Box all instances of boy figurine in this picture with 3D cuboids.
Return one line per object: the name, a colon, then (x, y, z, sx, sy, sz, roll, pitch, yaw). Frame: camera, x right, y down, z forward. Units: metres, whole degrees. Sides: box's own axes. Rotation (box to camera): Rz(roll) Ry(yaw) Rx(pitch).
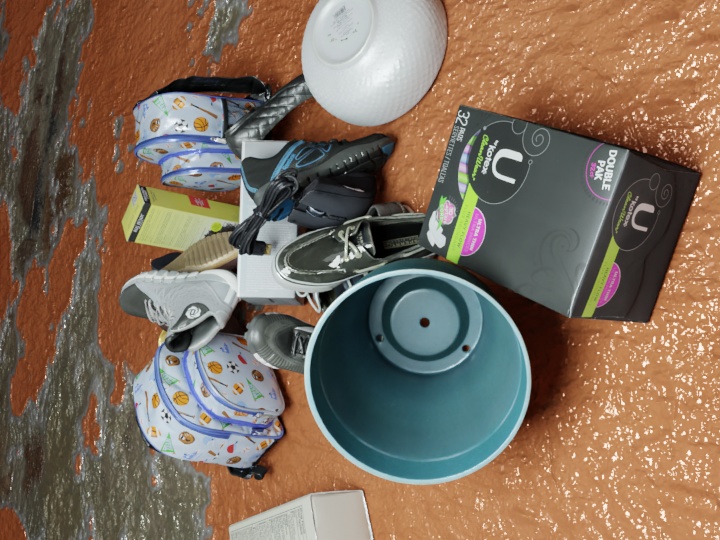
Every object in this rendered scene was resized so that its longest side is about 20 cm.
boy figurine: (-0.301, 0.062, 1.307, 0.124, 0.064, 0.200, 52, 146, 33)

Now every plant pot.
plant pot: (0.058, 0.074, 0.793, 0.188, 0.199, 0.201, -66, -5, -75)

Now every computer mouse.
computer mouse: (-0.059, -0.056, 0.948, 0.140, 0.200, 0.046, -45, 70, 28)

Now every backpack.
backpack: (-0.242, -0.198, 1.203, 0.200, 0.190, 0.155, -20, 66, 56)
backpack: (-0.213, 0.179, 1.121, 0.154, 0.190, 0.200, -57, 46, 27)

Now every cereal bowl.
cereal bowl: (0.002, -0.283, 0.987, 0.200, 0.083, 0.201, -6, 81, 36)

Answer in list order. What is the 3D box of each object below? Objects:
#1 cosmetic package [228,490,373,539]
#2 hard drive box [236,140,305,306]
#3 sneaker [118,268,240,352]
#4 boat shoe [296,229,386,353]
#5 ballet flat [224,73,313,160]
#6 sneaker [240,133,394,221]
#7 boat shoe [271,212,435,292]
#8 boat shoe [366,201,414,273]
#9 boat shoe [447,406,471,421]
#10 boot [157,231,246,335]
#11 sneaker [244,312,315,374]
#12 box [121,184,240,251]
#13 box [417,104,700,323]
cosmetic package: (-0.078, 0.354, 1.031, 0.200, 0.087, 0.104, -33, 60, 44)
hard drive box: (-0.114, -0.057, 1.075, 0.156, 0.076, 0.201, 95, 177, -83)
sneaker: (-0.258, 0.060, 1.079, 0.199, 0.075, 0.116, -9, 43, 24)
boat shoe: (-0.028, 0.026, 0.959, 0.075, 0.062, 0.200, -56, 52, 37)
ballet flat: (-0.099, -0.225, 1.116, 0.200, 0.057, 0.066, -35, 17, 7)
sneaker: (-0.050, -0.135, 0.976, 0.082, 0.200, 0.073, 55, 153, 21)
boat shoe: (-0.003, -0.029, 0.902, 0.064, 0.199, 0.071, 107, 148, -70)
boat shoe: (0.000, 0.000, 1.005, 0.067, 0.057, 0.200, 49, 121, 41)
boat shoe: (0.066, 0.191, 0.893, 0.199, 0.068, 0.074, -23, 68, 46)
boot: (-0.214, 0.040, 1.200, 0.200, 0.167, 0.072, -27, 37, 12)
sneaker: (-0.048, 0.097, 0.958, 0.090, 0.200, 0.067, -2, 67, 38)
box: (-0.242, -0.067, 1.188, 0.075, 0.199, 0.050, -58, 39, 29)
box: (0.177, -0.055, 0.748, 0.200, 0.124, 0.149, 30, 108, 47)
